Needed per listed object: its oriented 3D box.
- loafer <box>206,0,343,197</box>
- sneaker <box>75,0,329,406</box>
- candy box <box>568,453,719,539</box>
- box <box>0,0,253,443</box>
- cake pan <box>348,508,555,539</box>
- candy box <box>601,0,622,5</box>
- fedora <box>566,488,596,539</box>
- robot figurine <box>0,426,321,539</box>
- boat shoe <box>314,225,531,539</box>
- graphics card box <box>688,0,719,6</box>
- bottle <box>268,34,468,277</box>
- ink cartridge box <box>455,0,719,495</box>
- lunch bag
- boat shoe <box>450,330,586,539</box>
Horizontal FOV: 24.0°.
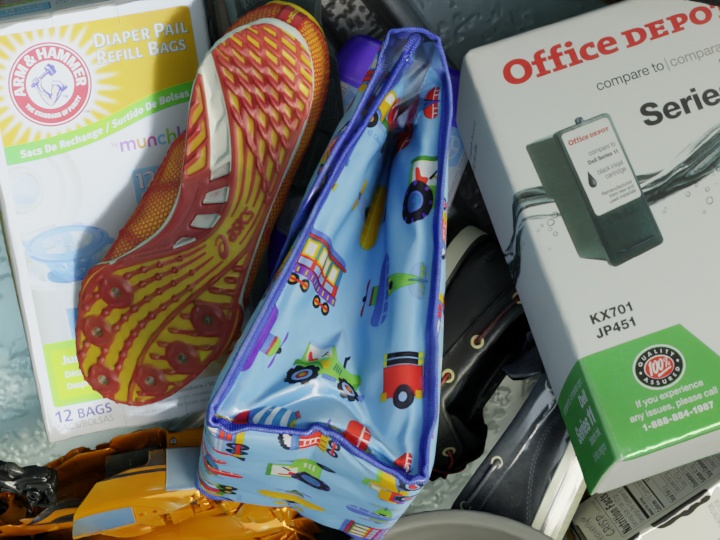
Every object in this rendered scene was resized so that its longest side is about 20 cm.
[{"bbox_3d":[-0.051,-0.132,0.784,0.072,0.063,0.202,-27,127,-38],"label":"loafer"},{"bbox_3d":[-0.064,-0.024,0.749,0.073,0.077,0.201,32,111,-1],"label":"sneaker"},{"bbox_3d":[0.223,0.133,0.872,0.199,0.061,0.137,-34,111,2],"label":"candy box"},{"bbox_3d":[-0.119,-0.036,0.821,0.111,0.101,0.202,-10,106,-10],"label":"box"},{"bbox_3d":[0.043,0.214,0.785,0.198,0.037,0.203,-6,72,20],"label":"cake pan"},{"bbox_3d":[0.140,-0.189,0.825,0.199,0.056,0.117,23,101,-42],"label":"candy box"},{"bbox_3d":[0.194,0.103,0.934,0.198,0.082,0.203,-3,108,-10],"label":"fedora"},{"bbox_3d":[-0.126,0.126,0.836,0.198,0.059,0.145,-13,151,8],"label":"robot figurine"},{"bbox_3d":[0.034,0.078,0.892,0.063,0.074,0.203,32,94,21],"label":"boat shoe"},{"bbox_3d":[0.106,-0.186,0.722,0.197,0.051,0.127,9,100,-6],"label":"graphics card box"},{"bbox_3d":[-0.005,-0.015,0.870,0.083,0.065,0.202,20,99,-9],"label":"bottle"},{"bbox_3d":[0.141,-0.020,0.774,0.145,0.083,0.202,-18,73,-5],"label":"ink cartridge box"},{"bbox_3d":[0.000,0.000,0.733,0.093,0.151,0.202,16,71,-2],"label":"lunch bag"},{"bbox_3d":[0.103,0.051,0.846,0.062,0.075,0.202,24,88,15],"label":"boat shoe"}]
